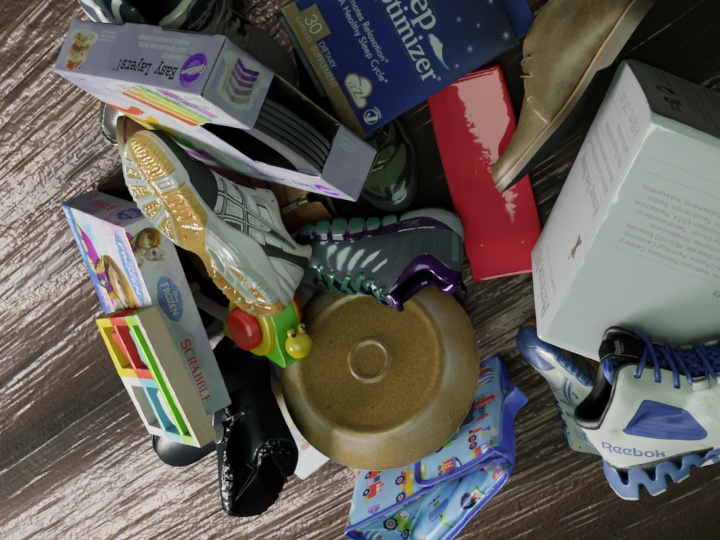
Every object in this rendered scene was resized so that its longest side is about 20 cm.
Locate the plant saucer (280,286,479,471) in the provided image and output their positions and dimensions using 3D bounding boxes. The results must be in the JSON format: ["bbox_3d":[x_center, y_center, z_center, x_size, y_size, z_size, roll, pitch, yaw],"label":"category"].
[{"bbox_3d":[0.013,0.088,0.899,0.199,0.035,0.201,-4,72,13],"label":"plant saucer"}]

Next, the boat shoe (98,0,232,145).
[{"bbox_3d":[-0.195,-0.192,0.876,0.072,0.061,0.201,37,117,-5],"label":"boat shoe"}]

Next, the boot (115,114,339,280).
[{"bbox_3d":[-0.124,-0.091,0.894,0.154,0.074,0.200,-22,126,17],"label":"boot"}]

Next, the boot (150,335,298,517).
[{"bbox_3d":[-0.143,0.180,0.945,0.076,0.168,0.200,22,120,-33],"label":"boot"}]

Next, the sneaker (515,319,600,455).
[{"bbox_3d":[0.216,0.134,0.914,0.200,0.075,0.088,41,118,-5],"label":"sneaker"}]

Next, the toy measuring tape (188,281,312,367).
[{"bbox_3d":[-0.117,0.031,0.920,0.200,0.073,0.074,27,124,40],"label":"toy measuring tape"}]

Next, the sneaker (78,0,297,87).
[{"bbox_3d":[-0.124,-0.192,0.753,0.199,0.130,0.080,34,86,-26],"label":"sneaker"}]

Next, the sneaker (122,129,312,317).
[{"bbox_3d":[-0.121,-0.053,0.817,0.075,0.088,0.200,-6,131,47],"label":"sneaker"}]

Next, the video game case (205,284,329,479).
[{"bbox_3d":[-0.073,0.110,1.006,0.200,0.023,0.182,44,117,-8],"label":"video game case"}]

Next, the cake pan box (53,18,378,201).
[{"bbox_3d":[-0.108,-0.123,0.730,0.199,0.184,0.053,17,83,39],"label":"cake pan box"}]

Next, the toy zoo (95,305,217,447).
[{"bbox_3d":[-0.204,0.100,0.900,0.200,0.020,0.132,-8,107,62],"label":"toy zoo"}]

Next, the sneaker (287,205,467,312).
[{"bbox_3d":[0.000,0.000,0.874,0.199,0.088,0.074,-12,150,14],"label":"sneaker"}]

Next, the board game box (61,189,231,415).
[{"bbox_3d":[-0.215,0.028,0.926,0.199,0.041,0.201,16,128,56],"label":"board game box"}]

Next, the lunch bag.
[{"bbox_3d":[0.090,0.182,0.924,0.094,0.151,0.200,40,116,-13],"label":"lunch bag"}]

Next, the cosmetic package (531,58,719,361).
[{"bbox_3d":[0.256,-0.035,0.767,0.166,0.168,0.201,20,117,-2],"label":"cosmetic package"}]

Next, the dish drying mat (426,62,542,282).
[{"bbox_3d":[0.118,-0.086,0.870,0.076,0.018,0.201,-10,112,19],"label":"dish drying mat"}]

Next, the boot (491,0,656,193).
[{"bbox_3d":[0.161,-0.160,0.803,0.075,0.074,0.200,36,110,9],"label":"boot"}]

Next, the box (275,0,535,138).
[{"bbox_3d":[0.046,-0.206,0.768,0.200,0.032,0.121,-33,104,-10],"label":"box"}]

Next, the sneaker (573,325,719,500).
[{"bbox_3d":[0.238,0.084,0.690,0.199,0.081,0.115,-36,110,25],"label":"sneaker"}]

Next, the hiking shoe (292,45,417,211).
[{"bbox_3d":[-0.013,-0.133,0.834,0.075,0.101,0.201,-21,108,23],"label":"hiking shoe"}]
